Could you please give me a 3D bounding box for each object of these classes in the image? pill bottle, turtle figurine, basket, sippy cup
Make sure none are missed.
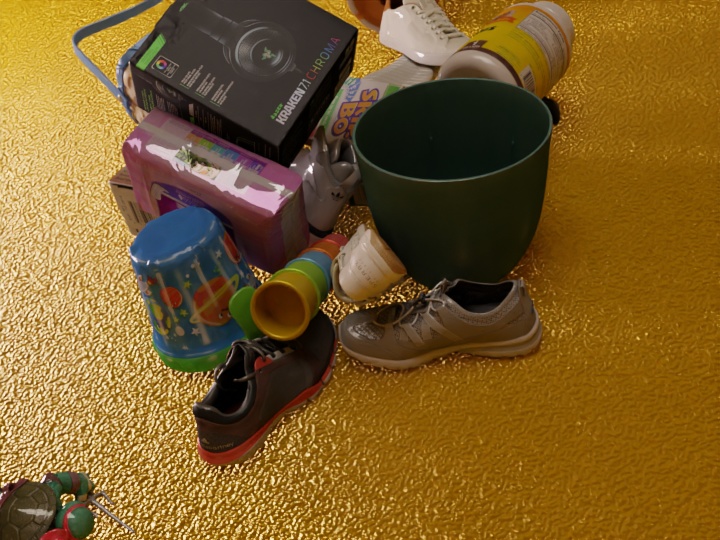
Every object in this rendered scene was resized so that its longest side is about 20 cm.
[{"bbox_3d":[0.179,-0.244,1.199,0.108,0.110,0.200,14,41,31],"label":"pill bottle"},{"bbox_3d":[-0.283,0.223,0.872,0.197,0.101,0.151,-3,40,24],"label":"turtle figurine"},{"bbox_3d":[-0.228,-0.250,1.222,0.175,0.139,0.201,-32,73,-19],"label":"basket"},{"bbox_3d":[-0.171,0.012,1.047,0.175,0.131,0.140,-7,36,19],"label":"sippy cup"}]

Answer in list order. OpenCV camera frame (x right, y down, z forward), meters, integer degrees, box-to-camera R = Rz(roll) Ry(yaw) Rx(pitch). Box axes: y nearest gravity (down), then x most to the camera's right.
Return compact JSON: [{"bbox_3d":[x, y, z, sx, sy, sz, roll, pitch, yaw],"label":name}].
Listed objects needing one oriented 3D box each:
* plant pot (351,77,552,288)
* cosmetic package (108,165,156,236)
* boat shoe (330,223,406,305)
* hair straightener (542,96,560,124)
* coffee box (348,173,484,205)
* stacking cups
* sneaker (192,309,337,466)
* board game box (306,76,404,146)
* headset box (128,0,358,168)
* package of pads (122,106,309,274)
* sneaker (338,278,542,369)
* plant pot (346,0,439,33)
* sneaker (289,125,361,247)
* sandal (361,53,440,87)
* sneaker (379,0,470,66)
[{"bbox_3d":[0.098,-0.078,1.043,0.197,0.163,0.202,-5,36,4],"label":"plant pot"},{"bbox_3d":[-0.205,-0.128,1.269,0.102,0.088,0.201,11,45,30],"label":"cosmetic package"},{"bbox_3d":[0.000,0.000,1.007,0.069,0.071,0.200,-40,-2,0],"label":"boat shoe"},{"bbox_3d":[0.190,-0.231,1.309,0.076,0.041,0.200,-30,37,-18],"label":"hair straightener"},{"bbox_3d":[0.090,-0.126,1.204,0.197,0.044,0.124,0,41,20],"label":"coffee box"},{"bbox_3d":[-0.047,0.005,1.031,0.060,0.061,0.200,0,19,18],"label":"stacking cups"},{"bbox_3d":[-0.088,0.093,0.967,0.076,0.083,0.200,11,44,29],"label":"sneaker"},{"bbox_3d":[-0.011,-0.188,1.243,0.199,0.030,0.096,24,81,52],"label":"board game box"},{"bbox_3d":[-0.130,-0.224,1.102,0.198,0.093,0.175,30,68,6],"label":"headset box"},{"bbox_3d":[-0.150,-0.081,1.084,0.198,0.121,0.076,25,59,16],"label":"package of pads"},{"bbox_3d":[0.073,0.039,0.981,0.197,0.083,0.075,-8,39,10],"label":"sneaker"},{"bbox_3d":[0.062,-0.461,1.516,0.198,0.201,0.185,6,59,24],"label":"plant pot"},{"bbox_3d":[-0.055,-0.124,1.186,0.115,0.075,0.201,-52,38,23],"label":"sneaker"},{"bbox_3d":[0.062,-0.244,1.354,0.082,0.050,0.203,14,32,25],"label":"sandal"},{"bbox_3d":[0.091,-0.331,1.373,0.072,0.086,0.199,-15,32,-34],"label":"sneaker"}]
